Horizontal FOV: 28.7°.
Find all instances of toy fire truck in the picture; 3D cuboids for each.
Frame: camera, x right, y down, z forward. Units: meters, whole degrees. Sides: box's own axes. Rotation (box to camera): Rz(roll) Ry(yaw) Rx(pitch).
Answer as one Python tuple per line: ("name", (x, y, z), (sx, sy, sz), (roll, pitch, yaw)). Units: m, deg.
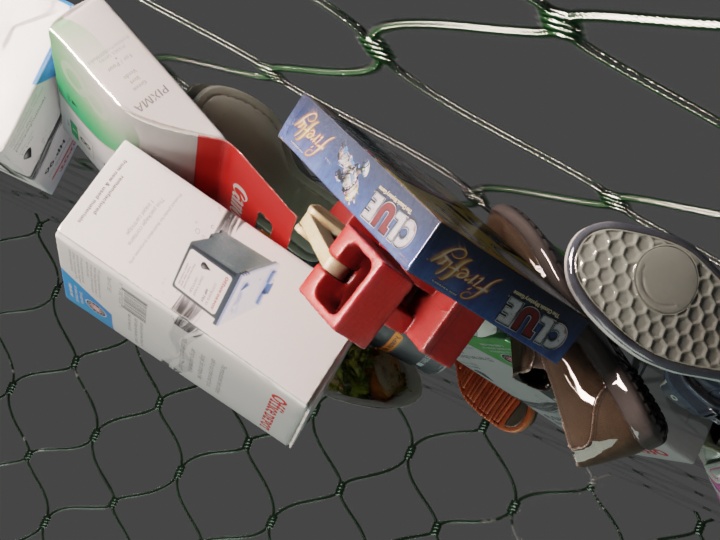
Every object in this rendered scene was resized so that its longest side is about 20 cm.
("toy fire truck", (0.006, -0.003, 0.875), (0.140, 0.049, 0.200), (32, -169, -34))

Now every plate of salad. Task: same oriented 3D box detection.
("plate of salad", (-0.031, 0.058, 1.254), (0.198, 0.049, 0.201), (22, -160, -8))

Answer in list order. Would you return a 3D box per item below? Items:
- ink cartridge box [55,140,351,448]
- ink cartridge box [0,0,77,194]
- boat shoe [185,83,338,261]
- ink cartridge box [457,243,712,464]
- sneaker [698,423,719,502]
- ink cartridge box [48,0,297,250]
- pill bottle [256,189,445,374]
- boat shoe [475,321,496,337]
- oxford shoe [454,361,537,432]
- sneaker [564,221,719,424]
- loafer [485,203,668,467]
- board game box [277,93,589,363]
("ink cartridge box", (-0.103, 0.022, 0.964), (0.199, 0.086, 0.147), (33, 161, 2))
("ink cartridge box", (-0.245, -0.131, 1.051), (0.067, 0.117, 0.200), (25, 174, 3))
("boat shoe", (-0.080, -0.076, 1.053), (0.060, 0.072, 0.202), (36, 173, 40))
("ink cartridge box", (0.165, 0.064, 1.091), (0.199, 0.085, 0.146), (33, 166, -22))
("sneaker", (0.317, 0.166, 1.141), (0.088, 0.081, 0.201), (50, -169, -54))
("ink cartridge box", (-0.131, -0.070, 0.960), (0.201, 0.050, 0.161), (50, 162, 9))
("pill bottle", (0.000, 0.000, 1.198), (0.198, 0.107, 0.106), (27, 173, -11))
("boat shoe", (0.047, 0.003, 1.017), (0.068, 0.073, 0.200), (-16, -158, -6))
("oxford shoe", (0.129, 0.082, 1.347), (0.072, 0.072, 0.201), (22, -154, -37))
("sneaker", (0.198, 0.037, 0.890), (0.200, 0.078, 0.146), (27, 172, -9))
("loafer", (0.121, 0.041, 0.915), (0.073, 0.071, 0.201), (39, -160, -53))
("board game box", (0.040, -0.030, 0.870), (0.135, 0.035, 0.200), (31, -170, -35))
